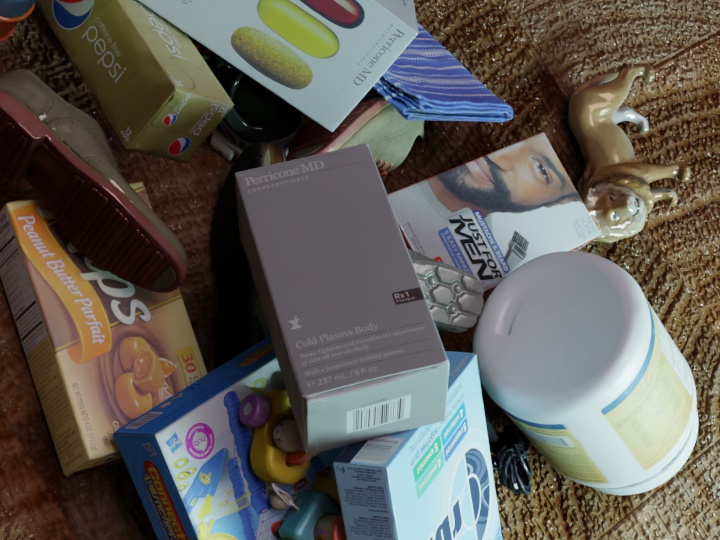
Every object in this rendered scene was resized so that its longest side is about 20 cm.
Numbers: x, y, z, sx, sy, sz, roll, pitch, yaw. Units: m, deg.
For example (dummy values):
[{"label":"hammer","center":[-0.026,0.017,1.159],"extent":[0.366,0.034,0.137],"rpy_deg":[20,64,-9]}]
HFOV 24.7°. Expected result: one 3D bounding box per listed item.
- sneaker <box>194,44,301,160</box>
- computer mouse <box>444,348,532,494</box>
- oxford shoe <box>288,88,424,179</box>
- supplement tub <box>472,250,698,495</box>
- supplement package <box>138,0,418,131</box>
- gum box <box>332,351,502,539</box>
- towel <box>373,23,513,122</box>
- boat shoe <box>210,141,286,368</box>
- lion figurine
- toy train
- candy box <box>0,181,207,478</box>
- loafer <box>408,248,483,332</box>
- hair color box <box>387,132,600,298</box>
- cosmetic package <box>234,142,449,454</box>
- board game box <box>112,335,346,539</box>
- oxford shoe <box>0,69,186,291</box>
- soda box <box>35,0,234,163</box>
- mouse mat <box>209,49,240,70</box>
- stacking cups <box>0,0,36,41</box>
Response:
[{"label":"sneaker","center":[-0.128,-0.159,1.333],"extent":[0.200,0.087,0.074],"rpy_deg":[33,56,-15]},{"label":"computer mouse","center":[0.067,0.093,1.330],"extent":[0.200,0.139,0.053],"rpy_deg":[38,97,-1]},{"label":"oxford shoe","center":[0.008,-0.108,1.385],"extent":[0.200,0.070,0.075],"rpy_deg":[-40,114,-52]},{"label":"supplement tub","center":[0.189,0.090,1.339],"extent":[0.200,0.144,0.145],"rpy_deg":[49,42,-51]},{"label":"supplement package","center":[-0.067,-0.221,1.270],"extent":[0.200,0.114,0.110],"rpy_deg":[32,26,-21]},{"label":"gum box","center":[0.049,0.186,1.207],"extent":[0.170,0.044,0.201],"rpy_deg":[-44,131,-55]},{"label":"towel","center":[0.031,-0.194,1.420],"extent":[0.145,0.024,0.200],"rpy_deg":[-3,43,-47]},{"label":"boat shoe","center":[-0.072,0.000,1.313],"extent":[0.074,0.076,0.201],"rpy_deg":[11,72,-33]},{"label":"lion figurine","center":[0.236,-0.115,1.559],"extent":[0.122,0.073,0.200],"rpy_deg":[-6,58,-20]},{"label":"toy train","center":[-0.008,0.132,1.187],"extent":[0.150,0.056,0.201],"rpy_deg":[-12,95,-40]},{"label":"candy box","center":[-0.191,0.040,1.226],"extent":[0.115,0.055,0.200],"rpy_deg":[-12,75,-36]},{"label":"loafer","center":[0.000,0.000,1.287],"extent":[0.200,0.070,0.070],"rpy_deg":[25,80,-18]},{"label":"hair color box","center":[0.103,-0.036,1.437],"extent":[0.200,0.064,0.111],"rpy_deg":[-24,82,-38]},{"label":"cosmetic package","center":[-0.016,0.017,1.152],"extent":[0.107,0.090,0.200],"rpy_deg":[-15,58,-9]},{"label":"board game box","center":[-0.058,0.160,1.216],"extent":[0.200,0.056,0.196],"rpy_deg":[-32,107,-37]},{"label":"oxford shoe","center":[-0.192,-0.070,1.190],"extent":[0.200,0.070,0.075],"rpy_deg":[46,43,-7]},{"label":"soda box","center":[-0.179,-0.176,1.240],"extent":[0.068,0.064,0.200],"rpy_deg":[9,39,-53]},{"label":"mouse mat","center":[-0.114,-0.231,1.357],"extent":[0.161,0.008,0.200],"rpy_deg":[-2,50,-55]},{"label":"stacking cups","center":[-0.259,-0.214,1.207],"extent":[0.060,0.200,0.061],"rpy_deg":[15,62,-30]}]
